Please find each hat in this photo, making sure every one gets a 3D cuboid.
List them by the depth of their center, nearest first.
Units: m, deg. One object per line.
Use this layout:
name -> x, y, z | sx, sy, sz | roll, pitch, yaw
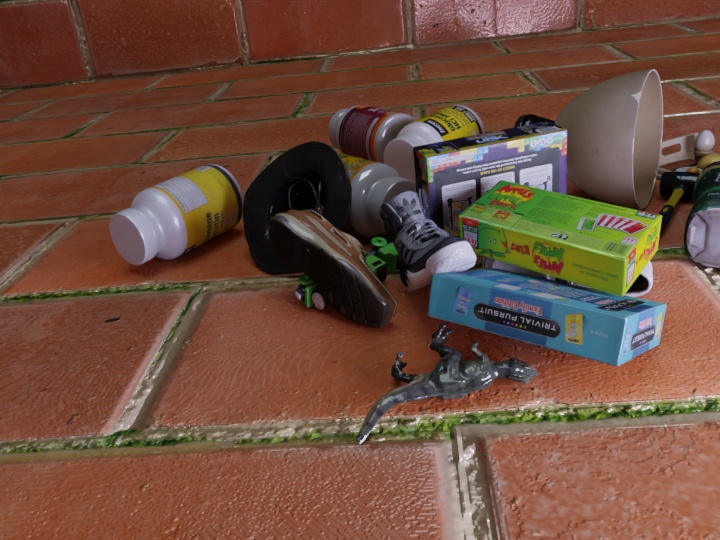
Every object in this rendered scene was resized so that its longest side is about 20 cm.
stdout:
hat -> -0.077, -0.084, 1.013 | 0.199, 0.203, 0.081 | 12, -2, 35

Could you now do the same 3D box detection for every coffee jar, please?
coffee jar -> 0.487, -0.079, 0.908 | 0.103, 0.086, 0.200 | 7, 28, 26

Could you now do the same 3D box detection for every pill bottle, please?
pill bottle -> -0.002, -0.116, 1.074 | 0.112, 0.114, 0.199 | -23, 29, -32
pill bottle -> -0.283, -0.085, 1.079 | 0.111, 0.113, 0.200 | 12, 31, 33
pill bottle -> 0.134, -0.226, 1.269 | 0.112, 0.114, 0.199 | 14, 33, 37
pill bottle -> 0.022, -0.268, 1.383 | 0.112, 0.114, 0.199 | -22, 29, -29

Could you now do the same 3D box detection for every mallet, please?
mallet -> 0.460, -0.093, 1.007 | 0.065, 0.042, 0.200 | 4, 31, 29

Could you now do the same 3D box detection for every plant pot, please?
plant pot -> 0.371, -0.198, 1.057 | 0.133, 0.203, 0.200 | 7, 28, 33

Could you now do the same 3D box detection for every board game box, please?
board game box -> 0.192, 0.041, 0.718 | 0.198, 0.048, 0.150 | 14, 11, 36
board game box -> 0.222, -0.043, 0.788 | 0.198, 0.048, 0.101 | 20, 42, 36
board game box -> 0.175, -0.097, 0.927 | 0.197, 0.167, 0.057 | -12, 27, -11

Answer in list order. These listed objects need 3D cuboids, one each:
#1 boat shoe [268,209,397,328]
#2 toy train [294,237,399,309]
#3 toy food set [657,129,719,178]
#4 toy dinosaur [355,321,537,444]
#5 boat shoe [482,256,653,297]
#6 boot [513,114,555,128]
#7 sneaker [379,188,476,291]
boat shoe -> -0.027, -0.015, 0.848 | 0.200, 0.076, 0.074 | 41, 48, 22
toy train -> 0.000, 0.000, 0.918 | 0.199, 0.042, 0.056 | -29, 46, -36
toy food set -> 0.580, -0.183, 1.131 | 0.142, 0.061, 0.200 | -16, 27, -20
toy dinosaur -> 0.075, 0.102, 0.683 | 0.198, 0.048, 0.088 | -17, 34, -13
boat shoe -> 0.243, 0.002, 0.825 | 0.197, 0.073, 0.066 | 8, 23, 11
boot -> 0.374, -0.225, 1.191 | 0.161, 0.074, 0.197 | 7, 1, 40
sneaker -> 0.071, -0.041, 0.817 | 0.075, 0.115, 0.200 | -21, -3, -8
